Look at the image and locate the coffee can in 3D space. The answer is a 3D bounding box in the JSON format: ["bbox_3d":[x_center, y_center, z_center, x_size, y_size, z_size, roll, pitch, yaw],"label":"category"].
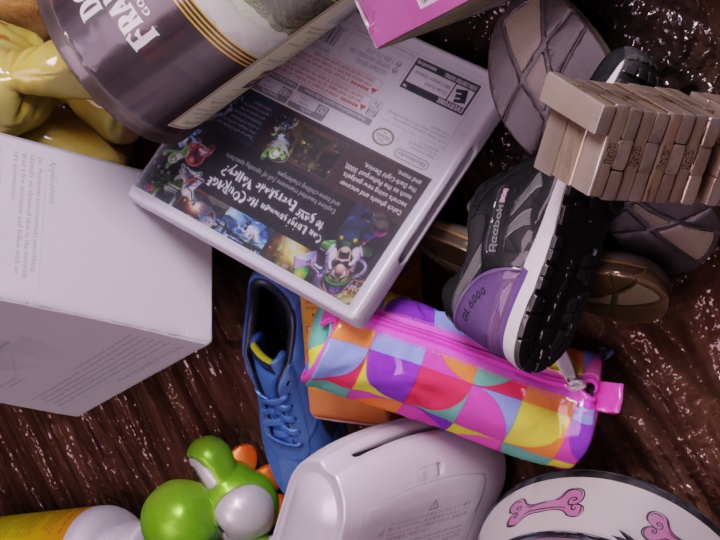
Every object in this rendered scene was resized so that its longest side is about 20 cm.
[{"bbox_3d":[-0.079,-0.192,1.144,0.200,0.146,0.147,-33,88,23],"label":"coffee can"}]

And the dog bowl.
[{"bbox_3d":[0.157,0.230,1.209,0.199,0.074,0.201,15,129,19],"label":"dog bowl"}]

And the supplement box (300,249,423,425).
[{"bbox_3d":[0.000,0.000,1.263,0.069,0.066,0.201,3,108,30],"label":"supplement box"}]

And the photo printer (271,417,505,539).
[{"bbox_3d":[0.011,0.189,1.262,0.069,0.166,0.201,39,124,37],"label":"photo printer"}]

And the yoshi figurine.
[{"bbox_3d":[-0.094,0.224,1.372,0.112,0.112,0.201,-30,87,41],"label":"yoshi figurine"}]

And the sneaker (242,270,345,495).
[{"bbox_3d":[-0.056,0.083,1.318,0.066,0.078,0.201,8,112,26],"label":"sneaker"}]

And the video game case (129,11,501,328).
[{"bbox_3d":[-0.027,-0.081,1.197,0.200,0.023,0.182,28,79,30],"label":"video game case"}]

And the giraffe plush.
[{"bbox_3d":[-0.260,-0.152,1.329,0.173,0.199,0.163,-62,40,40],"label":"giraffe plush"}]

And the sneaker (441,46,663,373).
[{"bbox_3d":[0.105,-0.047,1.107,0.087,0.076,0.201,30,101,37],"label":"sneaker"}]

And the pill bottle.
[{"bbox_3d":[-0.234,0.242,1.457,0.199,0.109,0.110,-11,101,33],"label":"pill bottle"}]

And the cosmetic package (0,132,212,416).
[{"bbox_3d":[-0.235,0.006,1.284,0.199,0.199,0.123,-28,55,49],"label":"cosmetic package"}]

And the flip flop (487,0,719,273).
[{"bbox_3d":[0.152,-0.086,1.153,0.081,0.058,0.200,-38,101,24],"label":"flip flop"}]

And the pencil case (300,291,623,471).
[{"bbox_3d":[0.063,0.063,1.196,0.199,0.088,0.089,16,117,-5],"label":"pencil case"}]

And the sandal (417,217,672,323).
[{"bbox_3d":[0.114,-0.014,1.189,0.199,0.054,0.080,10,156,36],"label":"sandal"}]

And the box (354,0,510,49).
[{"bbox_3d":[0.054,-0.241,1.068,0.096,0.200,0.176,-23,93,33],"label":"box"}]

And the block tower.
[{"bbox_3d":[0.188,-0.070,1.053,0.054,0.199,0.058,37,117,50],"label":"block tower"}]
